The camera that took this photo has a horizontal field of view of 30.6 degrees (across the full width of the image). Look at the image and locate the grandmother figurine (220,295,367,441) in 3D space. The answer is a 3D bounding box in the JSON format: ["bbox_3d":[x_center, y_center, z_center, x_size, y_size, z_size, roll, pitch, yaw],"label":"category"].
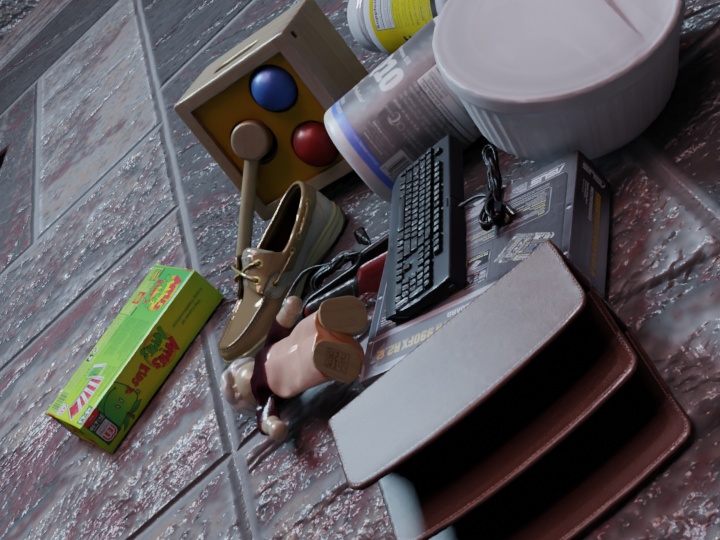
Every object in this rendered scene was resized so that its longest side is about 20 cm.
[{"bbox_3d":[-0.063,0.086,1.112,0.200,0.060,0.122,-28,40,58],"label":"grandmother figurine"}]

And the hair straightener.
[{"bbox_3d":[0.000,0.000,1.202,0.200,0.041,0.077,-35,29,29],"label":"hair straightener"}]

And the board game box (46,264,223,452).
[{"bbox_3d":[-0.239,0.089,1.394,0.101,0.048,0.201,7,59,56],"label":"board game box"}]

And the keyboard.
[{"bbox_3d":[0.069,-0.050,1.077,0.127,0.021,0.201,-33,31,25],"label":"keyboard"}]

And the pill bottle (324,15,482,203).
[{"bbox_3d":[0.073,-0.165,1.225,0.200,0.114,0.114,-39,28,13],"label":"pill bottle"}]

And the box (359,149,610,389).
[{"bbox_3d":[0.098,0.010,1.031,0.199,0.048,0.159,-27,34,33],"label":"box"}]

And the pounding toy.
[{"bbox_3d":[-0.089,-0.136,1.368,0.199,0.184,0.142,-28,20,30],"label":"pounding toy"}]

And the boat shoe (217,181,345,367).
[{"bbox_3d":[-0.090,0.001,1.284,0.074,0.066,0.201,-7,47,50],"label":"boat shoe"}]

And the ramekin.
[{"bbox_3d":[0.167,-0.176,1.074,0.201,0.094,0.203,-12,48,14],"label":"ramekin"}]

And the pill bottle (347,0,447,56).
[{"bbox_3d":[0.072,-0.276,1.375,0.112,0.111,0.200,-55,29,-16],"label":"pill bottle"}]

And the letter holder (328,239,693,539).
[{"bbox_3d":[0.095,0.105,0.859,0.200,0.101,0.142,-40,30,12],"label":"letter holder"}]
